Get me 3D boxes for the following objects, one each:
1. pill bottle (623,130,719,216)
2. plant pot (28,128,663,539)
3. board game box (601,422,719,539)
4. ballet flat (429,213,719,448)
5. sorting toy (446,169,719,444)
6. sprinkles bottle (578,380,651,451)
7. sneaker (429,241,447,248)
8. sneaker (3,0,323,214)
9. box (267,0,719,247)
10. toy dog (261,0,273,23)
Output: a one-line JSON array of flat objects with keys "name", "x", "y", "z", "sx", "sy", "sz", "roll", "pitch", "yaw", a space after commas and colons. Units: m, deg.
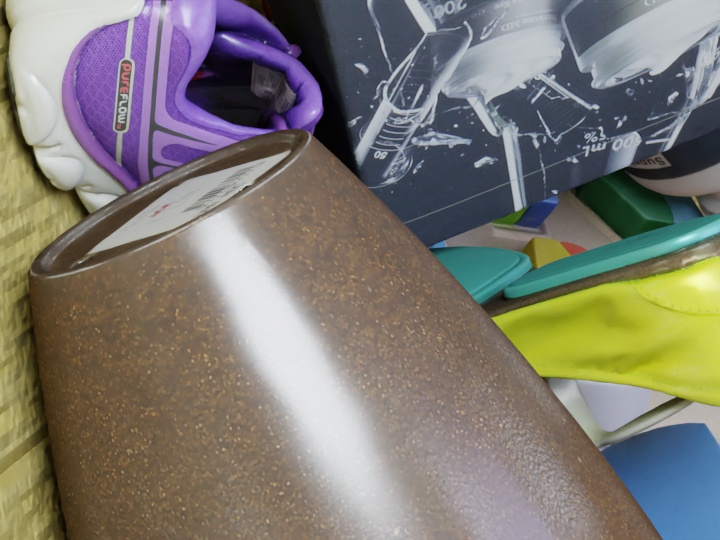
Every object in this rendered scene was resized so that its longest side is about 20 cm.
[{"name": "pill bottle", "x": 0.135, "y": -0.102, "z": 1.244, "sx": 0.200, "sy": 0.119, "sz": 0.120, "roll": 44, "pitch": 35, "yaw": -28}, {"name": "plant pot", "x": -0.013, "y": 0.066, "z": 0.895, "sx": 0.200, "sy": 0.187, "sz": 0.187, "roll": 65, "pitch": 21, "yaw": -13}, {"name": "board game box", "x": 0.104, "y": 0.153, "z": 0.969, "sx": 0.039, "sy": 0.158, "sz": 0.200, "roll": 21, "pitch": 27, "yaw": -37}, {"name": "ballet flat", "x": 0.055, "y": 0.025, "z": 0.962, "sx": 0.067, "sy": 0.200, "sz": 0.067, "roll": -27, "pitch": 102, "yaw": -38}, {"name": "sorting toy", "x": 0.100, "y": -0.007, "z": 1.252, "sx": 0.185, "sy": 0.036, "sz": 0.200, "roll": 7, "pitch": 48, "yaw": -43}, {"name": "sprinkles bottle", "x": 0.054, "y": 0.112, "z": 1.116, "sx": 0.068, "sy": 0.068, "sz": 0.200, "roll": -55, "pitch": 160, "yaw": -67}, {"name": "sneaker", "x": 0.000, "y": 0.000, "z": 1.123, "sx": 0.081, "sy": 0.076, "sz": 0.200, "roll": -86, "pitch": 168, "yaw": -49}, {"name": "sneaker", "x": -0.044, "y": -0.037, "z": 0.961, "sx": 0.200, "sy": 0.083, "sz": 0.081, "roll": 49, "pitch": 37, "yaw": -63}, {"name": "box", "x": 0.066, "y": -0.126, "z": 0.964, "sx": 0.182, "sy": 0.200, "sz": 0.104, "roll": 76, "pitch": -10, "yaw": -52}, {"name": "toy dog", "x": 0.008, "y": -0.141, "z": 1.155, "sx": 0.132, "sy": 0.096, "sz": 0.201, "roll": -3, "pitch": 86, "yaw": -73}]
